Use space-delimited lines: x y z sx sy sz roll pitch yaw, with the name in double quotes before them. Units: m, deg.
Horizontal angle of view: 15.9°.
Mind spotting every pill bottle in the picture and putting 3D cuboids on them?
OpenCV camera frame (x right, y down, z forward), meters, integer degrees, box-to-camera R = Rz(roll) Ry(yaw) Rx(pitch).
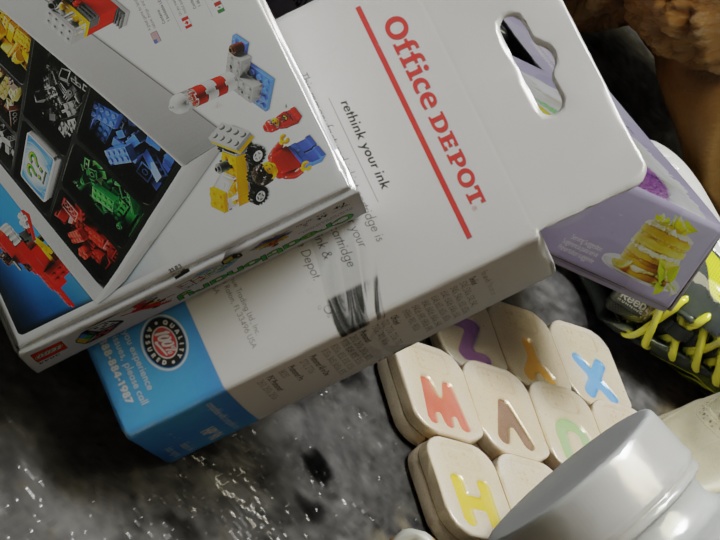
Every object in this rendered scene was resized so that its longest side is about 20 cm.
"pill bottle" 0.142 0.154 0.978 0.200 0.111 0.111 50 31 0

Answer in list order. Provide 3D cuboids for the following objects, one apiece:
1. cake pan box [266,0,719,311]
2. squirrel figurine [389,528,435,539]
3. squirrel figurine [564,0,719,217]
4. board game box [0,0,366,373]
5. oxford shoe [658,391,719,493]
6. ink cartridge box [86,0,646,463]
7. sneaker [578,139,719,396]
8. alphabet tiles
"cake pan box" 0.042 -0.076 1.116 0.184 0.052 0.200 26 18 -28
"squirrel figurine" 0.024 0.164 0.794 0.200 0.142 0.187 6 19 -5
"squirrel figurine" 0.176 -0.136 1.306 0.200 0.142 0.187 40 13 -32
"board game box" -0.097 -0.082 0.885 0.035 0.126 0.200 67 -3 -75
"oxford shoe" 0.169 0.064 1.090 0.200 0.074 0.071 -16 49 -34
"ink cartridge box" -0.009 -0.028 0.915 0.068 0.200 0.116 55 9 -75
"sneaker" 0.155 0.025 1.202 0.200 0.075 0.085 48 36 20
"alphabet tiles" 0.094 0.090 1.096 0.200 0.015 0.196 19 41 -39
